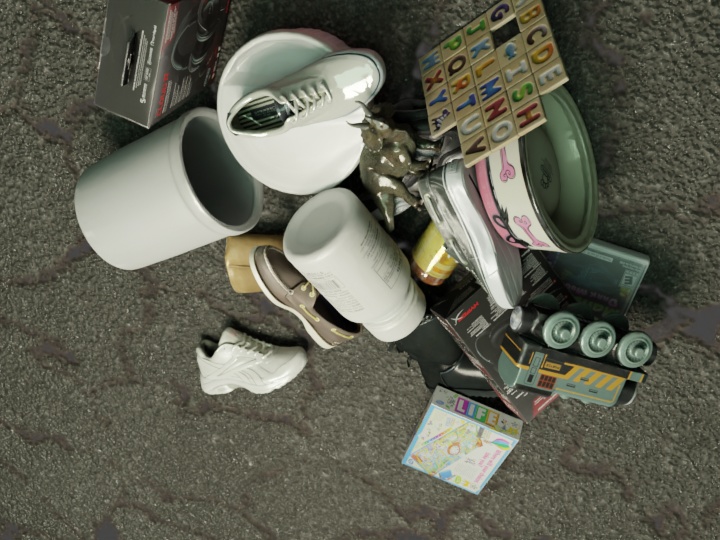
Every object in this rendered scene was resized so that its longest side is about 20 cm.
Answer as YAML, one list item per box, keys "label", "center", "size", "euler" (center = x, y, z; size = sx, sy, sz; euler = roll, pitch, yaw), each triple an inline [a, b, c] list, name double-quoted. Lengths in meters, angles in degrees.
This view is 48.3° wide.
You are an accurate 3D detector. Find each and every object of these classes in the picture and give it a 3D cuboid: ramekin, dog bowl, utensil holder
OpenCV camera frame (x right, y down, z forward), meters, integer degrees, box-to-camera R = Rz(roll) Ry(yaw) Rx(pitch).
- label: "ramekin"
  center: [-0.072, -0.207, 1.007]
  size: [0.199, 0.095, 0.205]
  euler: [8, 121, 13]
- label: "dog bowl"
  center: [0.202, -0.115, 0.925]
  size: [0.073, 0.200, 0.202]
  euler: [-9, 117, 37]
- label: "utensil holder"
  center: [-0.258, -0.102, 1.082]
  size: [0.198, 0.171, 0.171]
  euler: [-19, 112, 27]

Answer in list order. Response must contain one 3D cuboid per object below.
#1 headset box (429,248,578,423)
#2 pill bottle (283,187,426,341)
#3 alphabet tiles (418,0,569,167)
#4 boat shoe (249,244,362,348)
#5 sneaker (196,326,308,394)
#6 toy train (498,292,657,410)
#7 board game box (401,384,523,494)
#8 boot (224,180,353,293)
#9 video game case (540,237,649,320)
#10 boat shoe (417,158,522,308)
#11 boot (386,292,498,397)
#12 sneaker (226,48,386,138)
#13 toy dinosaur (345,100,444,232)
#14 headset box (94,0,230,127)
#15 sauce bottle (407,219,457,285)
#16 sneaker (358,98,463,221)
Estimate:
- label: "headset box"
  center: [0.210, 0.081, 1.033]
  size: [0.148, 0.077, 0.201]
  euler: [-41, 104, -3]
- label: "pill bottle"
  center: [0.000, 0.000, 1.027]
  size: [0.113, 0.116, 0.200]
  euler: [-20, 133, 26]
- label: "alphabet tiles"
  center: [0.142, -0.212, 0.889]
  size: [0.166, 0.202, 0.008]
  euler: [-29, 138, 29]
- label: "boat shoe"
  center: [-0.072, 0.031, 1.095]
  size: [0.059, 0.073, 0.200]
  euler: [-17, 128, 33]
- label: "sneaker"
  center: [-0.177, 0.134, 1.248]
  size: [0.197, 0.078, 0.101]
  euler: [-10, 112, 21]
- label: "toy train"
  center: [0.260, 0.102, 0.968]
  size: [0.197, 0.085, 0.116]
  euler: [15, 106, -17]
- label: "board game box"
  center: [0.147, 0.259, 1.207]
  size: [0.133, 0.034, 0.201]
  euler: [22, 142, 4]
- label: "boot"
  center: [-0.101, -0.040, 1.130]
  size: [0.197, 0.066, 0.178]
  euler: [2, 119, 17]
- label: "video game case"
  center: [0.260, 0.030, 1.084]
  size: [0.197, 0.023, 0.184]
  euler: [18, 123, 6]
- label: "boat shoe"
  center: [0.129, -0.040, 0.934]
  size: [0.070, 0.072, 0.202]
  euler: [-8, 121, 36]
- label: "boot"
  center: [0.134, 0.100, 1.116]
  size: [0.196, 0.074, 0.163]
  euler: [-12, 126, 34]
- label: "sneaker"
  center: [-0.064, -0.191, 0.914]
  size: [0.197, 0.071, 0.074]
  euler: [-18, 112, 25]
- label: "toy dinosaur"
  center: [0.038, -0.129, 0.955]
  size: [0.101, 0.078, 0.201]
  euler: [22, 150, 8]
- label: "headset box"
  center: [-0.232, -0.273, 0.946]
  size: [0.076, 0.201, 0.150]
  euler: [23, 122, 3]
- label: "sauce bottle"
  center: [0.132, -0.069, 1.041]
  size: [0.065, 0.066, 0.201]
  euler: [30, 125, -2]
- label: "sneaker"
  center: [0.052, -0.148, 1.018]
  size: [0.198, 0.076, 0.114]
  euler: [-29, 107, 23]
